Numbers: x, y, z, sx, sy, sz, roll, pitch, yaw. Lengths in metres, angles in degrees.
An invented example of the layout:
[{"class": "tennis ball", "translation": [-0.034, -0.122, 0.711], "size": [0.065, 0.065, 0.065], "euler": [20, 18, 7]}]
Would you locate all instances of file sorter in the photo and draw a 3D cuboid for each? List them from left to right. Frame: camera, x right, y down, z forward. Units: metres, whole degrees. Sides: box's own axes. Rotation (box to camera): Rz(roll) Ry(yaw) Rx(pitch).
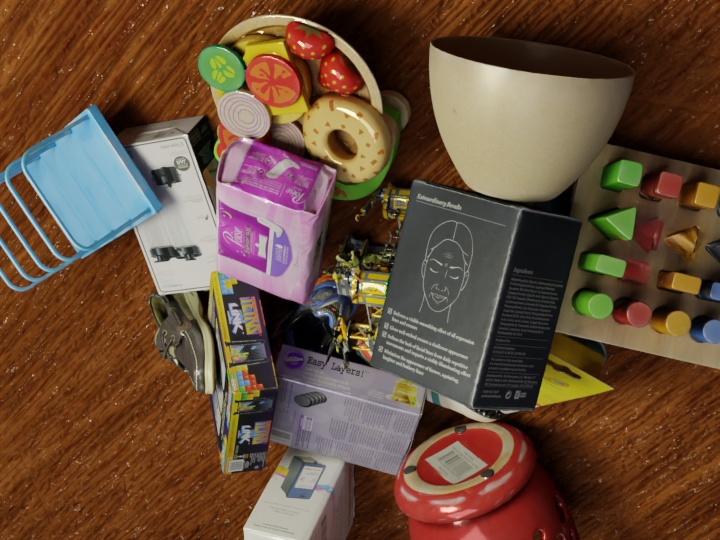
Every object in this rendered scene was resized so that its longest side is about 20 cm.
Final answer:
[{"class": "file sorter", "translation": [-0.354, -0.074, 1.435], "size": [0.200, 0.123, 0.139], "euler": [-23, 102, 50]}]

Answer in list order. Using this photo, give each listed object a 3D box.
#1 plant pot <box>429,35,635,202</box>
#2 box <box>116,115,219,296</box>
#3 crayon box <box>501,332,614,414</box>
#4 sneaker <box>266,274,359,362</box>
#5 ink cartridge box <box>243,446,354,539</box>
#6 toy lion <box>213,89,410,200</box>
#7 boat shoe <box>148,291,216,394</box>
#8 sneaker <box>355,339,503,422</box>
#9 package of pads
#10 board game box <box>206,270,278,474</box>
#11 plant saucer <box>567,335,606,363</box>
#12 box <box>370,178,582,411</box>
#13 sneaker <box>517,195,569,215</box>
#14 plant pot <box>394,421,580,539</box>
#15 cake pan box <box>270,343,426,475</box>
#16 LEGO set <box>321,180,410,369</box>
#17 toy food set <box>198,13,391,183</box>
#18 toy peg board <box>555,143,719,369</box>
[{"class": "plant pot", "translation": [0.158, -0.144, 1.213], "size": [0.199, 0.200, 0.135], "euler": [11, 109, 11]}, {"class": "box", "translation": [-0.212, -0.074, 1.472], "size": [0.116, 0.060, 0.201], "euler": [-7, 116, 21]}, {"class": "crayon box", "translation": [0.179, 0.103, 1.383], "size": [0.126, 0.051, 0.200], "euler": [28, 156, -22]}, {"class": "sneaker", "translation": [-0.079, 0.083, 1.510], "size": [0.075, 0.079, 0.200], "euler": [37, 123, -5]}, {"class": "ink cartridge box", "translation": [-0.074, 0.326, 1.581], "size": [0.087, 0.200, 0.146], "euler": [10, 123, 15]}, {"class": "toy lion", "translation": [-0.063, -0.139, 1.392], "size": [0.199, 0.069, 0.192], "euler": [23, 131, 3]}, {"class": "boat shoe", "translation": [-0.214, 0.085, 1.483], "size": [0.064, 0.200, 0.074], "euler": [-4, 117, -16]}, {"class": "sneaker", "translation": [0.083, 0.122, 1.500], "size": [0.199, 0.071, 0.093], "euler": [30, 155, -15]}, {"class": "package of pads", "translation": [-0.097, -0.051, 1.353], "size": [0.120, 0.076, 0.200], "euler": [19, 150, 5]}, {"class": "board game box", "translation": [-0.144, 0.122, 1.469], "size": [0.056, 0.166, 0.200], "euler": [-5, 146, -13]}, {"class": "plant saucer", "translation": [0.182, 0.060, 1.396], "size": [0.199, 0.036, 0.200], "euler": [16, 157, 7]}, {"class": "box", "translation": [0.115, 0.024, 1.255], "size": [0.148, 0.107, 0.201], "euler": [20, 100, 44]}, {"class": "sneaker", "translation": [0.229, -0.040, 1.339], "size": [0.110, 0.077, 0.201], "euler": [10, 126, 19]}, {"class": "plant pot", "translation": [0.150, 0.293, 1.490], "size": [0.199, 0.201, 0.183], "euler": [-11, 114, 23]}, {"class": "cake pan box", "translation": [-0.022, 0.175, 1.512], "size": [0.183, 0.053, 0.200], "euler": [16, 148, 3]}, {"class": "LEGO set", "translation": [0.000, 0.000, 1.381], "size": [0.115, 0.201, 0.154], "euler": [6, 144, 16]}, {"class": "toy food set", "translation": [-0.071, -0.173, 1.289], "size": [0.197, 0.049, 0.201], "euler": [-2, 129, 26]}, {"class": "toy peg board", "translation": [0.308, -0.014, 1.247], "size": [0.198, 0.098, 0.201], "euler": [13, 92, -1]}]
